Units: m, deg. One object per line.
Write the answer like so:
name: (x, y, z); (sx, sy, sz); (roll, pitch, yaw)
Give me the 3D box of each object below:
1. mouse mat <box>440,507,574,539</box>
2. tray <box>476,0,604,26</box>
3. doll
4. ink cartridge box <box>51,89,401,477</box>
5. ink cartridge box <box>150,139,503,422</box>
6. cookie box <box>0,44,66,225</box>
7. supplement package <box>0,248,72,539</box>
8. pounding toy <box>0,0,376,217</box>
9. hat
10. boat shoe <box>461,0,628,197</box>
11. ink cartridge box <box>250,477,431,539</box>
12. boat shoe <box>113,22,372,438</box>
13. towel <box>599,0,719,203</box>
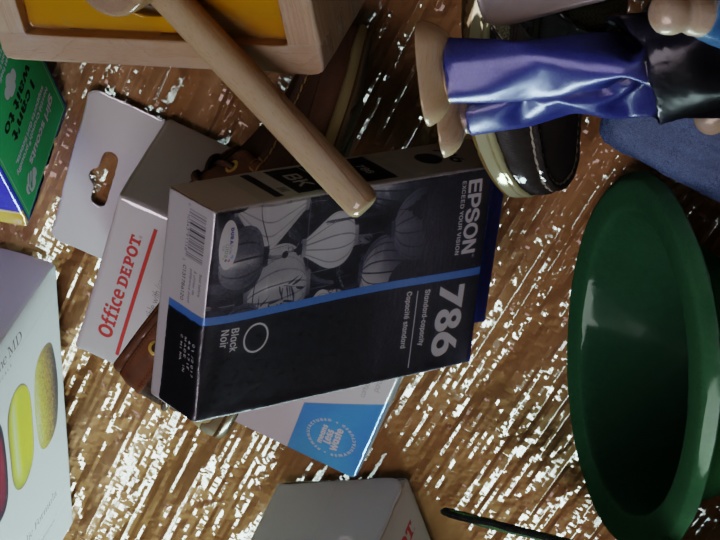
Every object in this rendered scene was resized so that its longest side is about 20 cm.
mouse mat: (0.146, 0.143, 1.225); (0.160, 0.008, 0.200); (16, 176, -26)
tray: (0.075, -0.205, 1.014); (0.107, 0.022, 0.201); (-12, 106, 12)
doll: (0.124, -0.085, 1.024); (0.198, 0.049, 0.137); (-7, 163, 9)
ink cartridge box: (-0.067, 0.006, 1.271); (0.199, 0.068, 0.116); (25, 134, 3)
ink cartridge box: (0.000, 0.000, 1.140); (0.039, 0.199, 0.100); (28, 120, 44)
cookie box: (-0.246, -0.112, 1.200); (0.170, 0.076, 0.200); (10, 154, 16)
supplement package: (-0.230, 0.090, 1.384); (0.109, 0.114, 0.201); (15, 134, 14)
pounding toy: (-0.074, -0.149, 1.088); (0.183, 0.143, 0.201); (5, 130, 21)
hat: (0.203, 0.051, 1.190); (0.175, 0.166, 0.201); (-2, 116, -16)
boat shoe: (0.082, -0.114, 1.097); (0.064, 0.073, 0.201); (10, 132, 23)
ink cartridge box: (-0.001, 0.232, 1.381); (0.085, 0.148, 0.201); (-5, 125, 26)
boat shoe: (-0.052, -0.026, 1.173); (0.067, 0.072, 0.201); (23, 93, 0)
towel: (0.186, -0.111, 1.071); (0.111, 0.049, 0.200); (29, 133, -2)
